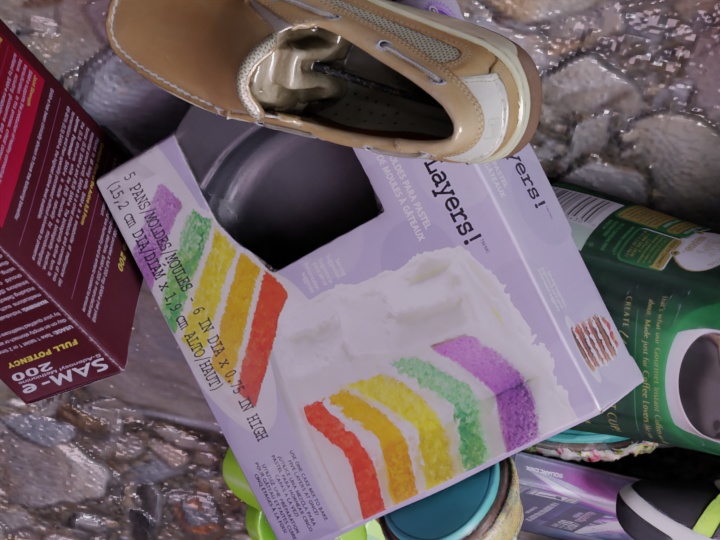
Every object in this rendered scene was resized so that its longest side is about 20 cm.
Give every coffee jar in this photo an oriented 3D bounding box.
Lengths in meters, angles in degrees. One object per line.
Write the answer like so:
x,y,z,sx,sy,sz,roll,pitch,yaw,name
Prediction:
0.153,0.031,1.166,0.199,0.085,0.105,15,119,30,coffee jar

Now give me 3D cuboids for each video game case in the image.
0.154,0.125,1.325,0.199,0.019,0.143,14,167,-5,video game case

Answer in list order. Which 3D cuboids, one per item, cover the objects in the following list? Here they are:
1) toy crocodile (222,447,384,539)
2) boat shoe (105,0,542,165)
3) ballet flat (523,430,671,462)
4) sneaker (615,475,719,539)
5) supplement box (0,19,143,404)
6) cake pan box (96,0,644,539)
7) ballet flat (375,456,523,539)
0.009,0.139,1.386,0.200,0.062,0.067,33,172,-27,toy crocodile
-0.029,-0.085,1.088,0.199,0.076,0.072,12,109,30,boat shoe
0.154,0.053,1.259,0.199,0.076,0.064,-16,145,28,ballet flat
0.215,0.099,1.208,0.199,0.072,0.083,8,95,10,sneaker
-0.172,-0.047,1.173,0.061,0.109,0.200,-20,130,28,supplement box
0.000,0.000,1.170,0.184,0.052,0.201,-26,90,31,cake pan box
0.038,0.107,1.258,0.070,0.200,0.071,-4,105,-17,ballet flat
